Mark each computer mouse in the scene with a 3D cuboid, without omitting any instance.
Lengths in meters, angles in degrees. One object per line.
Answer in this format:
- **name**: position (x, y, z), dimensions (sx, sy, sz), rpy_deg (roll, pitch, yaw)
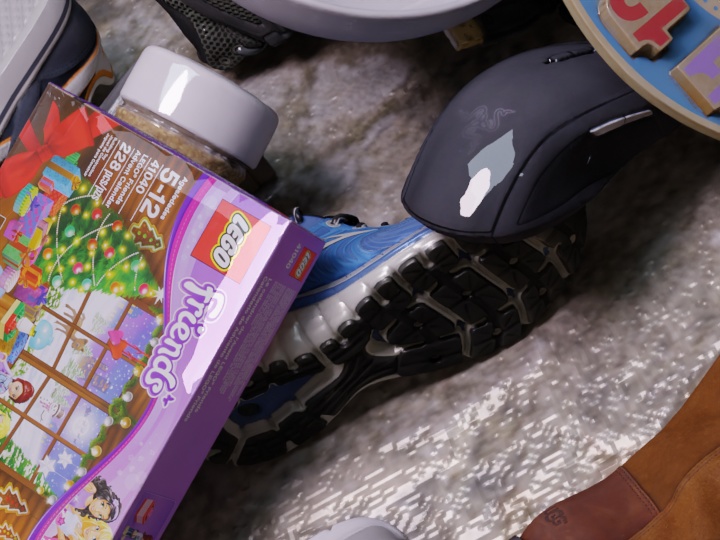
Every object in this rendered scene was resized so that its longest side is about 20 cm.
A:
- **computer mouse**: position (0.074, -0.085, 1.047), dimensions (0.200, 0.046, 0.140), rpy_deg (-31, 40, -32)

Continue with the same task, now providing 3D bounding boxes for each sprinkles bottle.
- **sprinkles bottle**: position (-0.110, 0.004, 1.101), dimensions (0.068, 0.068, 0.201), rpy_deg (27, 88, 43)

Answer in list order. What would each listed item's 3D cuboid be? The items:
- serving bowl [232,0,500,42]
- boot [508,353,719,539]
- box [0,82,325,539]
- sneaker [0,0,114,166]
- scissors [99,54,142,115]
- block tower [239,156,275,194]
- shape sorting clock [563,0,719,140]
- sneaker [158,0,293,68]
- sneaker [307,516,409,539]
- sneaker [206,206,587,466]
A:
- **serving bowl**: position (-0.008, -0.179, 1.095), dimensions (0.199, 0.066, 0.201), rpy_deg (6, 63, -12)
- **boot**: position (0.161, 0.102, 0.907), dimensions (0.200, 0.069, 0.188), rpy_deg (-41, 37, -13)
- **box**: position (-0.120, 0.041, 1.035), dimensions (0.136, 0.039, 0.201), rpy_deg (29, 89, 27)
- **sneaker**: position (-0.188, -0.046, 1.217), dimensions (0.078, 0.079, 0.200), rpy_deg (24, 73, 45)
- **scissors**: position (-0.149, -0.013, 1.118), dimensions (0.200, 0.014, 0.073), rpy_deg (-43, 38, 6)
- **block tower**: position (-0.138, -0.009, 1.172), dimensions (0.200, 0.058, 0.054), rpy_deg (-40, 45, -3)
- **shape sorting clock**: position (0.161, -0.144, 1.013), dimensions (0.201, 0.199, 0.039), rpy_deg (-60, 8, -21)
- **sneaker**: position (-0.020, -0.142, 1.188), dimensions (0.198, 0.114, 0.077), rpy_deg (14, 59, 7)
- **sneaker**: position (-0.027, 0.188, 0.947), dimensions (0.082, 0.075, 0.201), rpy_deg (25, 77, 27)
- **sneaker**: position (0.000, 0.000, 1.062), dimensions (0.199, 0.079, 0.089), rpy_deg (-26, 48, 13)
